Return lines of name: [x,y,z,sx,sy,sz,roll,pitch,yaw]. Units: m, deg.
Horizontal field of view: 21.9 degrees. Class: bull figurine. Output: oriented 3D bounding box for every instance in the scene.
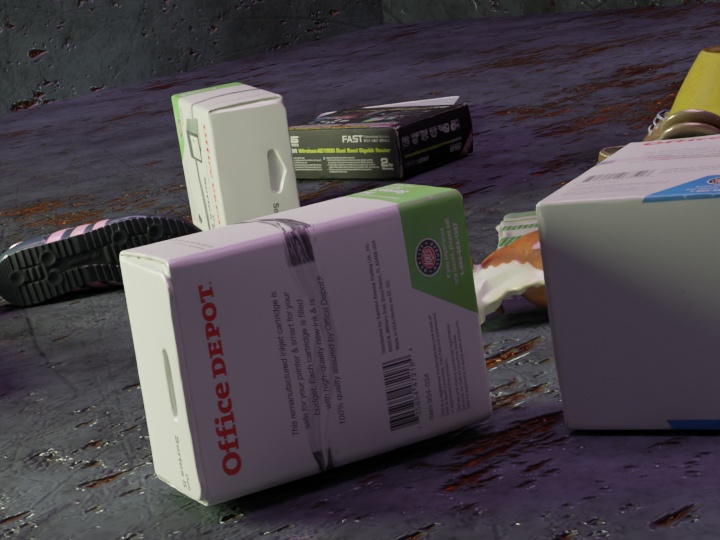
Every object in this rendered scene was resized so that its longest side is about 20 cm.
bull figurine: [0.169,-0.003,1.417,0.199,0.066,0.121,-18,19,-29]

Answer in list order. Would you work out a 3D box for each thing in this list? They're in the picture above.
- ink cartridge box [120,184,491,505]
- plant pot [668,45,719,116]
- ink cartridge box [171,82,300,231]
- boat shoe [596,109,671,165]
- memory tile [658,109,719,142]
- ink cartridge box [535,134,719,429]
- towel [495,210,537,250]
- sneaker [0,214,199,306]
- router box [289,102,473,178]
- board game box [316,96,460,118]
ink cartridge box: [-0.032,0.040,1.124,0.199,0.147,0.084,-14,13,-26]
plant pot: [0.345,-0.120,1.598,0.198,0.143,0.200,-2,12,0]
ink cartridge box: [-0.130,-0.112,1.931,0.083,0.147,0.200,-12,12,-14]
boat shoe: [0.323,-0.126,1.853,0.199,0.073,0.072,0,15,36]
memory tile: [0.298,-0.048,1.299,0.152,0.200,0.017,-2,55,24]
ink cartridge box: [0.218,0.001,1.165,0.146,0.146,0.200,-3,13,27]
towel: [0.192,-0.030,1.628,0.151,0.024,0.200,-6,11,7]
sneaker: [-0.250,-0.020,1.772,0.198,0.071,0.082,-9,15,-7]
router box: [0.014,-0.154,2.225,0.199,0.063,0.149,1,15,39]
board game box: [0.028,-0.197,2.505,0.198,0.026,0.200,-6,13,11]
